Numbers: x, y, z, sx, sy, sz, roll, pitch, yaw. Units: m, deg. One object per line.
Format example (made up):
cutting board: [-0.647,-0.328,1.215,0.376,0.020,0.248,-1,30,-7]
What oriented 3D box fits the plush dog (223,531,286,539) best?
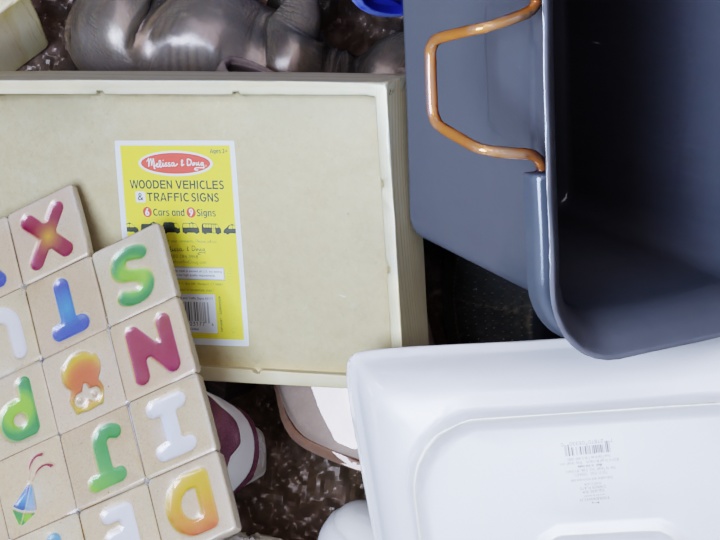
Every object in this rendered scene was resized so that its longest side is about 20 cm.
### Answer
plush dog: [-0.061,0.184,1.073,0.198,0.161,0.173,11,54,1]

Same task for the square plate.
square plate: [0.099,0.123,1.015,0.198,0.028,0.200,-5,102,15]

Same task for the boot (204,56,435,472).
boot: [0.000,0.000,1.111,0.199,0.070,0.147,19,108,12]

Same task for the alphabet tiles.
alphabet tiles: [-0.134,0.073,1.066,0.165,0.006,0.201,-24,67,19]

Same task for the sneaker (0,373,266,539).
sneaker: [-0.137,0.090,1.120,0.198,0.090,0.076,-7,76,25]

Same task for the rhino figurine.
rhino figurine: [-0.037,-0.099,1.163,0.198,0.060,0.088,18,81,1]

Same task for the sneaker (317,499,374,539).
sneaker: [0.082,0.116,1.073,0.199,0.073,0.085,18,106,13]

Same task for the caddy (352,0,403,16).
caddy: [0.067,-0.176,1.122,0.199,0.142,0.105,-18,67,-35]

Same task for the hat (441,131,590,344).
hat: [0.131,0.024,1.110,0.081,0.200,0.201,-20,75,-47]

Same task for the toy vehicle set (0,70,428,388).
toy vehicle set: [-0.070,-0.018,1.087,0.198,0.026,0.125,3,102,25]

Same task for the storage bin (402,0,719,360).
storage bin: [0.074,-0.080,0.988,0.145,0.134,0.202,-11,105,-30]

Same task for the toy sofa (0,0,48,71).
toy sofa: [-0.235,-0.152,1.160,0.097,0.083,0.200,-37,81,-8]
